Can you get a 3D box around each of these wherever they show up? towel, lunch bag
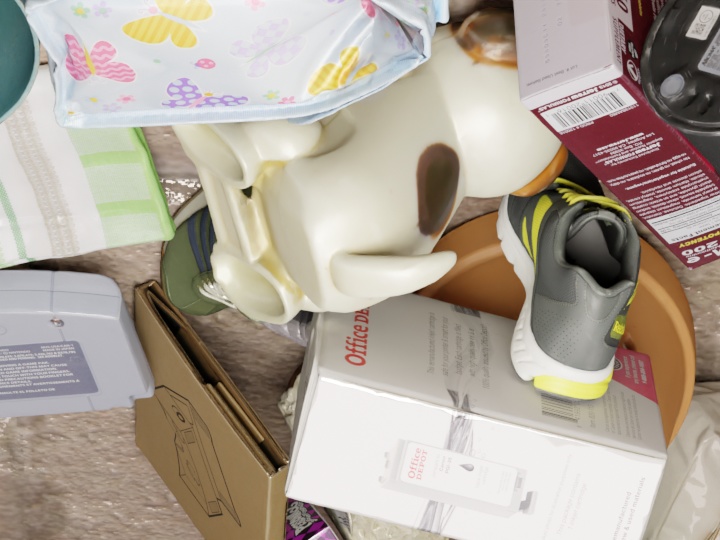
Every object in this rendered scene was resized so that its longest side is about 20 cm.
[{"bbox_3d":[-0.222,-0.055,1.621,0.199,0.031,0.150,-8,136,10],"label":"towel"},{"bbox_3d":[-0.057,-0.163,1.348,0.199,0.170,0.127,-4,146,5],"label":"lunch bag"}]

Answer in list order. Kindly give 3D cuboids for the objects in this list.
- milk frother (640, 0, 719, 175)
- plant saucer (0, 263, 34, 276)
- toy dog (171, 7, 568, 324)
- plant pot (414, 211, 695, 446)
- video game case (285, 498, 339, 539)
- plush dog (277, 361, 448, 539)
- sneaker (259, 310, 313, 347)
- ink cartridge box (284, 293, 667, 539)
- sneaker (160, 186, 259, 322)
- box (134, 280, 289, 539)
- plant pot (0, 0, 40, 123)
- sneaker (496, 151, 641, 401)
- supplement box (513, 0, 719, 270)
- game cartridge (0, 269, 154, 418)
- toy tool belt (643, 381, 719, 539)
[{"bbox_3d":[0.284,-0.078,1.432,0.181,0.200,0.188,-47,133,1],"label":"milk frother"},{"bbox_3d":[-0.283,0.032,1.782,0.199,0.030,0.200,-1,148,-1],"label":"plant saucer"},{"bbox_3d":[0.022,-0.071,1.501,0.194,0.199,0.140,19,135,55],"label":"toy dog"},{"bbox_3d":[0.114,0.080,1.687,0.199,0.140,0.201,0,118,0],"label":"plant pot"},{"bbox_3d":[-0.009,0.231,1.909,0.036,0.181,0.200,-35,111,-5],"label":"video game case"},{"bbox_3d":[0.057,0.125,1.851,0.171,0.161,0.200,-29,149,-6],"label":"plush dog"},{"bbox_3d":[0.000,0.000,1.695,0.077,0.113,0.200,26,174,-20],"label":"sneaker"},{"bbox_3d":[0.063,0.084,1.530,0.199,0.147,0.083,14,112,-4],"label":"ink cartridge box"},{"bbox_3d":[-0.072,-0.005,1.669,0.067,0.090,0.200,13,145,-23],"label":"sneaker"},{"bbox_3d":[-0.101,0.120,1.816,0.021,0.164,0.200,-29,154,-20],"label":"box"},{"bbox_3d":[-0.257,-0.167,1.371,0.199,0.135,0.200,-1,148,0],"label":"plant pot"},{"bbox_3d":[0.128,-0.015,1.539,0.074,0.201,0.085,15,128,-14],"label":"sneaker"},{"bbox_3d":[0.159,-0.097,1.514,0.061,0.109,0.200,-19,144,26],"label":"supplement box"},{"bbox_3d":[-0.241,0.049,1.750,0.199,0.041,0.133,-4,151,5],"label":"game cartridge"},{"bbox_3d":[0.234,0.158,1.896,0.122,0.125,0.201,-13,134,-36],"label":"toy tool belt"}]
